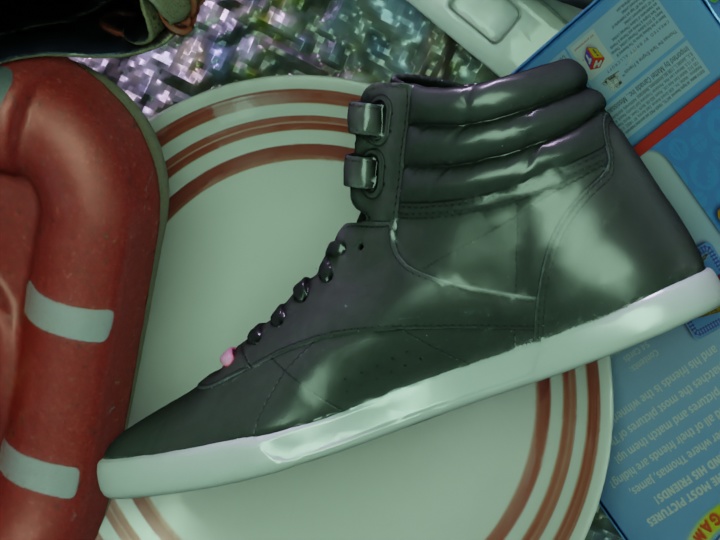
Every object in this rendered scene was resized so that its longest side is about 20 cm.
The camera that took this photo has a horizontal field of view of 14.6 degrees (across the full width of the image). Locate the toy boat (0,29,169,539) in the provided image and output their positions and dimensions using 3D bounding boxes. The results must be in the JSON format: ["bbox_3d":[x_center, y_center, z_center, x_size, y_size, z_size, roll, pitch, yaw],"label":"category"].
[{"bbox_3d":[-0.143,0.027,0.856,0.130,0.131,0.201,18,110,18],"label":"toy boat"}]

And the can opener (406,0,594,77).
[{"bbox_3d":[0.094,-0.056,0.889,0.200,0.067,0.053,40,92,13],"label":"can opener"}]

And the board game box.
[{"bbox_3d":[0.111,0.016,0.856,0.200,0.037,0.151,56,135,5],"label":"board game box"}]

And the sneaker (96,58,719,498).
[{"bbox_3d":[0.000,0.000,0.842,0.199,0.071,0.100,-22,88,16],"label":"sneaker"}]

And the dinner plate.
[{"bbox_3d":[-0.014,0.037,0.898,0.199,0.024,0.201,3,100,19],"label":"dinner plate"}]

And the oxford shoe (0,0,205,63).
[{"bbox_3d":[-0.055,-0.098,0.843,0.199,0.071,0.075,-17,62,-15],"label":"oxford shoe"}]
